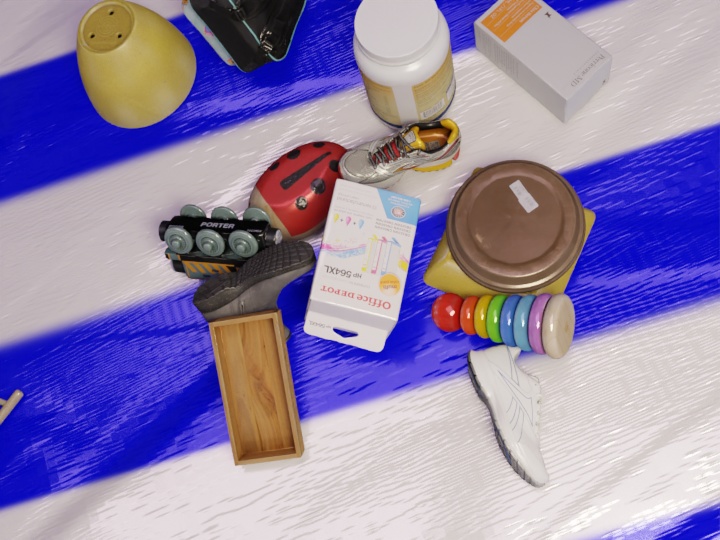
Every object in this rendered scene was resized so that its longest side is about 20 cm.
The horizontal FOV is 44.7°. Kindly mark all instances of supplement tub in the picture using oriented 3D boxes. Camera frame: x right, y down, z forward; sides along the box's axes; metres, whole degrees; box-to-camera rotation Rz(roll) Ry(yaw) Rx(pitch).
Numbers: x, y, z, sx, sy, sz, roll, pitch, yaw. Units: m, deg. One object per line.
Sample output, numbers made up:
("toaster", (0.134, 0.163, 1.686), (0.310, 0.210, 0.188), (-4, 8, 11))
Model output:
("supplement tub", (0.066, -0.314, 1.303), (0.141, 0.200, 0.148), (-3, 69, 9))

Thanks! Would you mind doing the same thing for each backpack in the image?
("backpack", (-0.180, -0.444, 1.415), (0.151, 0.176, 0.203), (-3, 53, 42))

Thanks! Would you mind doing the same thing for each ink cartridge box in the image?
("ink cartridge box", (0.000, 0.000, 1.229), (0.126, 0.125, 0.204), (13, 72, -3))

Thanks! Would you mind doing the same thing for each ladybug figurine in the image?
("ladybug figurine", (-0.091, -0.128, 1.337), (0.199, 0.072, 0.136), (-40, 68, -5))

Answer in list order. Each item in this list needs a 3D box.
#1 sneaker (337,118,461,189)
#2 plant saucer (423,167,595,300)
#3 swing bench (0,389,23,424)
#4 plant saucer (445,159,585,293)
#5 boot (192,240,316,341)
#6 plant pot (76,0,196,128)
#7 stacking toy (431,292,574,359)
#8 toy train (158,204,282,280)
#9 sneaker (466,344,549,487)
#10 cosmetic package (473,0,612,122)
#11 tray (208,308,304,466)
("sneaker", (0.058, -0.182, 1.302), (0.196, 0.082, 0.079), (-20, 72, -10))
("plant saucer", (0.213, -0.041, 1.259), (0.197, 0.049, 0.203), (23, 76, 17))
("swing bench", (-0.621, 0.228, 1.247), (0.127, 0.199, 0.204), (15, 73, 16))
("plant saucer", (0.216, -0.068, 1.227), (0.195, 0.030, 0.205), (-4, 69, 10))
("boot", (-0.130, 0.047, 1.254), (0.197, 0.133, 0.070), (-22, 30, 15))
("plant pot", (-0.387, -0.359, 1.442), (0.195, 0.142, 0.205), (-3, 70, 9))
("stacking toy", (0.188, 0.067, 1.199), (0.196, 0.085, 0.087), (5, 70, 34))
("toy train", (-0.205, -0.031, 1.304), (0.195, 0.116, 0.086), (4, 39, 15))
("sneaker", (0.210, 0.186, 1.166), (0.085, 0.075, 0.203), (-20, 68, -2))
("cosmetic package", (0.276, -0.334, 1.339), (0.101, 0.071, 0.200), (-42, 69, -6))
("tray", (-0.143, 0.162, 1.217), (0.096, 0.037, 0.205), (-8, 97, 7))
